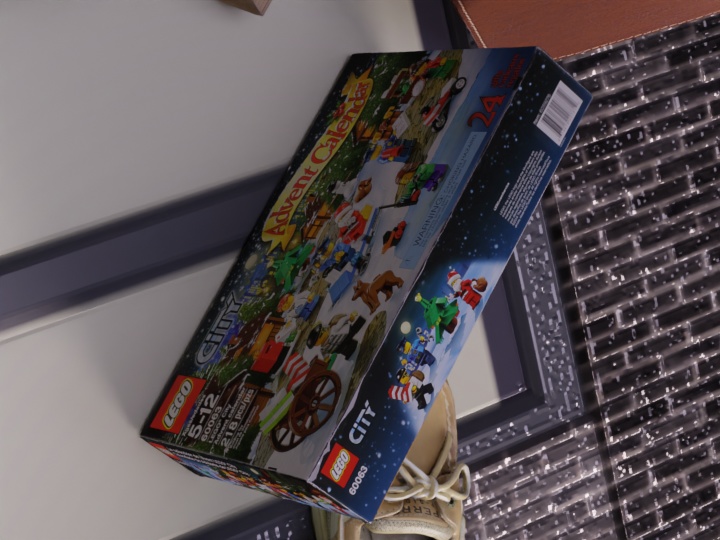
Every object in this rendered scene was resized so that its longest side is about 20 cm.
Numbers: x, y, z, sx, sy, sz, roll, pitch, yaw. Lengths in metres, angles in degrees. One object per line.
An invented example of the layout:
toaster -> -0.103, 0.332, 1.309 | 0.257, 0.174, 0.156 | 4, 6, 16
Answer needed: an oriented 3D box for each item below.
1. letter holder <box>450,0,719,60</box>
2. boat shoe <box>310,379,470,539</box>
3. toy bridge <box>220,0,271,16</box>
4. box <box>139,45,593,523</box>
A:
letter holder -> 0.133, -0.176, 0.970 | 0.142, 0.199, 0.101 | 43, 33, -70
boat shoe -> 0.016, 0.135, 0.973 | 0.073, 0.063, 0.202 | 15, 84, -33
toy bridge -> -0.011, -0.209, 0.933 | 0.201, 0.027, 0.067 | -59, 156, -11
box -> 0.000, 0.000, 0.912 | 0.038, 0.136, 0.201 | 37, 73, -31
